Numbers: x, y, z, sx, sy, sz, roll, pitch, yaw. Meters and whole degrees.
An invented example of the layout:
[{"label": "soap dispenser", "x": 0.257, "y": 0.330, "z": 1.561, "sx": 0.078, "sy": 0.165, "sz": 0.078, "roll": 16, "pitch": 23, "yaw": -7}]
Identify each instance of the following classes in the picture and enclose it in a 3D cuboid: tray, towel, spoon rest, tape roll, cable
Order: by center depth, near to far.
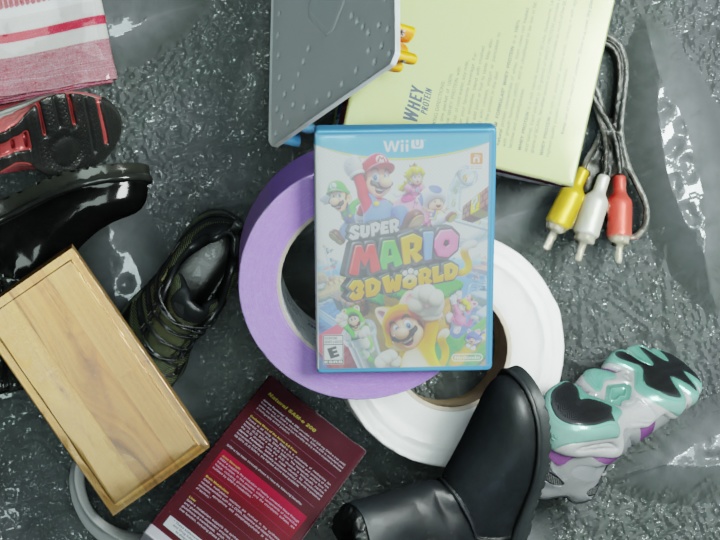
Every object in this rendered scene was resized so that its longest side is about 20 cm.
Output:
[{"label": "tape roll", "x": 0.000, "y": 0.000, "z": 1.648, "sx": 0.198, "sy": 0.066, "sz": 0.202, "roll": -1, "pitch": 110, "yaw": -3}, {"label": "tray", "x": -0.220, "y": 0.090, "z": 1.668, "sx": 0.098, "sy": 0.037, "sz": 0.201, "roll": -34, "pitch": 100, "yaw": -3}, {"label": "spoon rest", "x": -0.184, "y": 0.232, "z": 1.727, "sx": 0.060, "sy": 0.099, "sz": 0.201, "roll": -35, "pitch": 86, "yaw": -25}, {"label": "towel", "x": -0.296, "y": -0.247, "z": 1.732, "sx": 0.143, "sy": 0.023, "sz": 0.202, "roll": -11, "pitch": 92, "yaw": -6}, {"label": "tape roll", "x": 0.073, "y": 0.065, "z": 1.753, "sx": 0.200, "sy": 0.071, "sz": 0.205, "roll": 0, "pitch": 92, "yaw": -5}, {"label": "cable", "x": 0.220, "y": -0.104, "z": 1.772, "sx": 0.096, "sy": 0.050, "sz": 0.202, "roll": 11, "pitch": 92, "yaw": -7}]

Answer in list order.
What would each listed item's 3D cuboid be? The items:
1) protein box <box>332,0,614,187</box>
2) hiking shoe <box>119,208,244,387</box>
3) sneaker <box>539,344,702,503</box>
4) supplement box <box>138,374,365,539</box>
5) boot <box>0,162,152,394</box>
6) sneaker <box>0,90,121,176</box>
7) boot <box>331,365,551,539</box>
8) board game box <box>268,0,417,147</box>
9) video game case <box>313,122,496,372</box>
[{"label": "protein box", "x": 0.094, "y": -0.189, "z": 1.715, "sx": 0.198, "sy": 0.135, "sz": 0.201, "roll": 12, "pitch": 91, "yaw": -6}, {"label": "hiking shoe", "x": -0.162, "y": 0.036, "z": 1.713, "sx": 0.075, "sy": 0.101, "sz": 0.201, "roll": 29, "pitch": 89, "yaw": -5}, {"label": "sneaker", "x": 0.204, "y": 0.146, "z": 1.764, "sx": 0.199, "sy": 0.078, "sz": 0.141, "roll": -13, "pitch": 138, "yaw": -40}, {"label": "supplement box", "x": -0.093, "y": 0.194, "z": 1.686, "sx": 0.109, "sy": 0.061, "sz": 0.200, "roll": 39, "pitch": 51, "yaw": 2}, {"label": "boot", "x": -0.254, "y": 0.009, "z": 1.712, "sx": 0.209, "sy": 0.079, "sz": 0.159, "roll": -21, "pitch": 87, "yaw": 6}, {"label": "sneaker", "x": -0.300, "y": -0.117, "z": 1.711, "sx": 0.199, "sy": 0.087, "sz": 0.074, "roll": -15, "pitch": 117, "yaw": -27}, {"label": "boot", "x": 0.064, "y": 0.184, "z": 1.660, "sx": 0.167, "sy": 0.076, "sz": 0.202, "roll": -11, "pitch": 125, "yaw": -29}, {"label": "board game box", "x": -0.015, "y": -0.223, "z": 1.654, "sx": 0.026, "sy": 0.200, "sz": 0.202, "roll": 12, "pitch": 67, "yaw": -29}, {"label": "video game case", "x": 0.035, "y": -0.016, "z": 1.599, "sx": 0.142, "sy": 0.018, "sz": 0.202, "roll": -1, "pitch": 109, "yaw": -2}]
